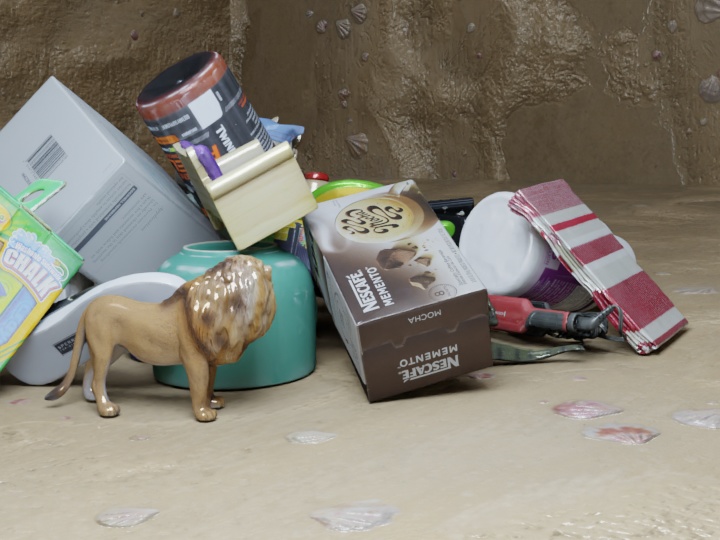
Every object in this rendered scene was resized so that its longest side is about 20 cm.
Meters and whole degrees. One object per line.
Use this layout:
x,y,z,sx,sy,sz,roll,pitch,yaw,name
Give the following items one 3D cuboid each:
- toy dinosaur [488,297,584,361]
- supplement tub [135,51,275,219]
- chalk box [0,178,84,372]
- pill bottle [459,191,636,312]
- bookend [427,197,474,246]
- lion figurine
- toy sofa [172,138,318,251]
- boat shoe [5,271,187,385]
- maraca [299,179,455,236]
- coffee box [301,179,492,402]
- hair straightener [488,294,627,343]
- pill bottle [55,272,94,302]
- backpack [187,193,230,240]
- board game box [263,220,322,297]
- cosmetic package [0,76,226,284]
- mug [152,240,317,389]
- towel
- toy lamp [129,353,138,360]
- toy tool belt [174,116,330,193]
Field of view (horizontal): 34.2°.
0.097,0.062,1.076,0.198,0.048,0.088,-1,26,-11,toy dinosaur
-0.145,-0.123,1.247,0.106,0.201,0.107,-25,27,14,supplement tub
-0.335,-0.009,1.013,0.124,0.201,0.124,45,-21,-32,chalk box
0.210,-0.014,1.273,0.199,0.114,0.112,11,-2,-42,pill bottle
0.148,-0.043,1.614,0.197,0.093,0.199,-8,11,-38,bookend
-0.162,0.050,0.931,0.198,0.124,0.072,-1,8,9,lion figurine
-0.110,-0.088,1.082,0.082,0.098,0.200,-27,12,-8,toy sofa
-0.224,0.039,1.010,0.198,0.069,0.057,-20,28,23,boat shoe
0.020,-0.033,1.360,0.198,0.138,0.107,21,32,-11,maraca
0.027,0.011,1.012,0.112,0.080,0.200,-14,34,-8,coffee box
0.194,0.045,1.125,0.076,0.041,0.200,11,-8,-26,hair straightener
-0.346,0.015,1.240,0.112,0.115,0.200,-3,9,-7,pill bottle
-0.178,-0.039,1.461,0.126,0.169,0.199,11,20,37,backpack
0.000,0.000,1.217,0.198,0.057,0.165,10,-8,15,board game box
-0.265,-0.069,1.244,0.199,0.123,0.200,44,0,42,cosmetic package
-0.116,0.031,1.078,0.150,0.116,0.185,-2,9,-1,mug
0.238,-0.008,1.163,0.023,0.200,0.144,-46,-14,27,towel
-0.143,0.048,1.185,0.199,0.059,0.058,-10,11,-39,toy lamp
-0.119,-0.146,1.378,0.198,0.124,0.125,8,-7,-21,toy tool belt
